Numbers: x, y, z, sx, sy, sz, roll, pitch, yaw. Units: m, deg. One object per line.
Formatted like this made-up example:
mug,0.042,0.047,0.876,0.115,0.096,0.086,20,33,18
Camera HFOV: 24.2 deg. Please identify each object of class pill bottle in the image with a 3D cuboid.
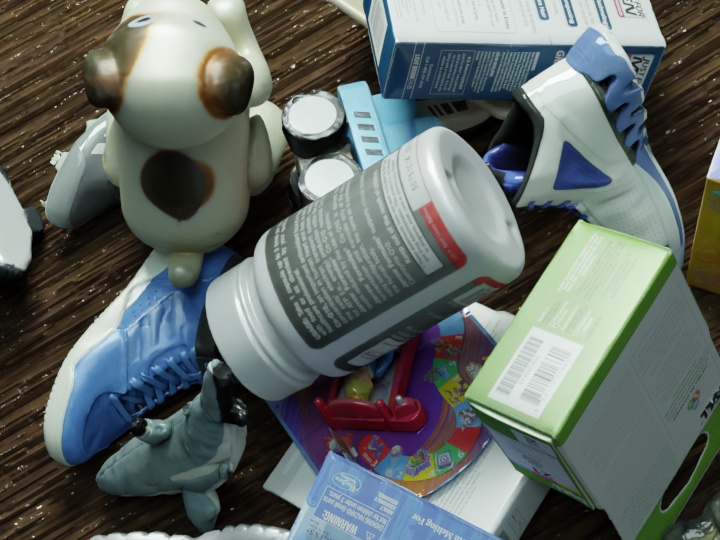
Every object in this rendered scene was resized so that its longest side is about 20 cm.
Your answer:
pill bottle,0.000,0.000,1.129,0.199,0.114,0.115,-30,63,22

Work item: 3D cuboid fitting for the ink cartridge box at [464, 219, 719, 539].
ink cartridge box,0.168,0.089,1.117,0.075,0.200,0.148,22,68,38

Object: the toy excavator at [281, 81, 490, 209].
toy excavator,0.040,-0.101,1.263,0.198,0.100,0.195,-11,53,-6

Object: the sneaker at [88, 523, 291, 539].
sneaker,-0.094,0.221,1.156,0.198,0.075,0.083,-6,74,16

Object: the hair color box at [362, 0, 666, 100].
hair color box,0.108,-0.176,1.207,0.198,0.061,0.101,-1,52,-12

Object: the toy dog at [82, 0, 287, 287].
toy dog,-0.133,-0.107,1.162,0.138,0.200,0.195,12,64,5

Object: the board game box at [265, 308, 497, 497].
board game box,0.011,0.068,1.185,0.158,0.039,0.200,-37,51,-2

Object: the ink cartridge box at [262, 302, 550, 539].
ink cartridge box,0.056,0.117,1.188,0.175,0.045,0.201,23,70,35

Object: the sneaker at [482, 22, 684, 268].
sneaker,0.149,-0.069,1.181,0.115,0.200,0.081,-27,37,-1

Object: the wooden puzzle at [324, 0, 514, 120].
wooden puzzle,0.093,-0.215,1.290,0.199,0.037,0.185,33,53,19

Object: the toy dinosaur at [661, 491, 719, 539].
toy dinosaur,0.291,0.162,1.136,0.199,0.048,0.088,-36,60,-12

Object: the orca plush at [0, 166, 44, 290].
orca plush,-0.317,-0.051,1.301,0.071,0.105,0.200,-45,68,22

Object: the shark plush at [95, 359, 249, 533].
shark plush,-0.121,0.121,1.138,0.083,0.200,0.092,11,72,-16

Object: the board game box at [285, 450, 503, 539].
board game box,0.024,0.251,1.073,0.199,0.043,0.200,27,89,-3

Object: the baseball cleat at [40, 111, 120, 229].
baseball cleat,-0.153,-0.097,1.296,0.106,0.070,0.200,33,75,21

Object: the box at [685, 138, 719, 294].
box,0.265,-0.076,1.157,0.041,0.200,0.120,16,69,15

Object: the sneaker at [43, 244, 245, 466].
sneaker,-0.137,0.068,1.217,0.111,0.077,0.200,23,65,27
